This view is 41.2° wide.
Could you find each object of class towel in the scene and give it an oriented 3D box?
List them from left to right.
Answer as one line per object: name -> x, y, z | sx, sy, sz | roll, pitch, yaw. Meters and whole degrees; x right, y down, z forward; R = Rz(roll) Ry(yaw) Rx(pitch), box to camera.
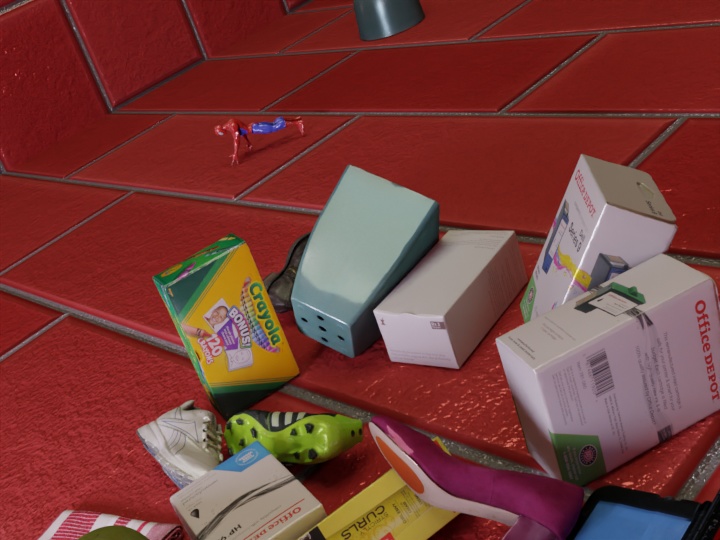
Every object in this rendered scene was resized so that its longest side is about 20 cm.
towel -> -0.306, 0.321, 1.051 | 0.197, 0.023, 0.144 | -3, 31, 34

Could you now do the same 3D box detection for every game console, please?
game console -> 0.213, 0.218, 0.759 | 0.117, 0.175, 0.200 | 28, 49, 24

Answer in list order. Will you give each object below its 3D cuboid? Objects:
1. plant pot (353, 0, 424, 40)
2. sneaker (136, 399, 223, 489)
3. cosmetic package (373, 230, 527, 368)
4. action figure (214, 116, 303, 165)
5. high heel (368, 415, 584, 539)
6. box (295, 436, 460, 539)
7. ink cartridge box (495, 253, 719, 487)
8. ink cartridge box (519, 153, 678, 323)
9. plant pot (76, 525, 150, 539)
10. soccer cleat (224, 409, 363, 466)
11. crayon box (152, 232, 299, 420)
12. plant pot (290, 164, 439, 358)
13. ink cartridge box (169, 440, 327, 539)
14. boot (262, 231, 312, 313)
plant pot -> 0.067, -0.767, 2.710 | 0.197, 0.163, 0.202 | -16, 26, 8
sneaker -> -0.197, 0.204, 1.119 | 0.087, 0.075, 0.199 | -41, 32, -14
cosmetic package -> 0.119, 0.032, 1.225 | 0.111, 0.082, 0.200 | 3, 36, 41
action figure -> -0.228, -0.293, 2.145 | 0.195, 0.101, 0.065 | -1, 20, -11
high heel -> 0.103, 0.178, 0.868 | 0.096, 0.199, 0.068 | -45, -12, -23
box -> 0.011, 0.243, 0.891 | 0.198, 0.076, 0.050 | -31, -10, -23
ink cartridge box -> 0.248, 0.096, 0.925 | 0.197, 0.148, 0.084 | -25, 25, -11
ink cartridge box -> 0.252, -0.003, 1.039 | 0.086, 0.203, 0.146 | 16, 26, -7
plant pot -> -0.225, 0.313, 0.852 | 0.184, 0.190, 0.200 | -23, 14, -6
soccer cleat -> -0.080, 0.192, 1.095 | 0.080, 0.069, 0.198 | -1, -5, -45
crayon box -> -0.168, 0.071, 1.221 | 0.118, 0.203, 0.058 | -30, 26, -19
plant pot -> 0.000, 0.000, 1.266 | 0.139, 0.142, 0.202 | 23, 63, 17
ink cartridge box -> -0.098, 0.262, 0.954 | 0.115, 0.069, 0.199 | -31, 28, -20
boot -> -0.044, 0.017, 1.408 | 0.171, 0.070, 0.201 | 6, 40, 34
